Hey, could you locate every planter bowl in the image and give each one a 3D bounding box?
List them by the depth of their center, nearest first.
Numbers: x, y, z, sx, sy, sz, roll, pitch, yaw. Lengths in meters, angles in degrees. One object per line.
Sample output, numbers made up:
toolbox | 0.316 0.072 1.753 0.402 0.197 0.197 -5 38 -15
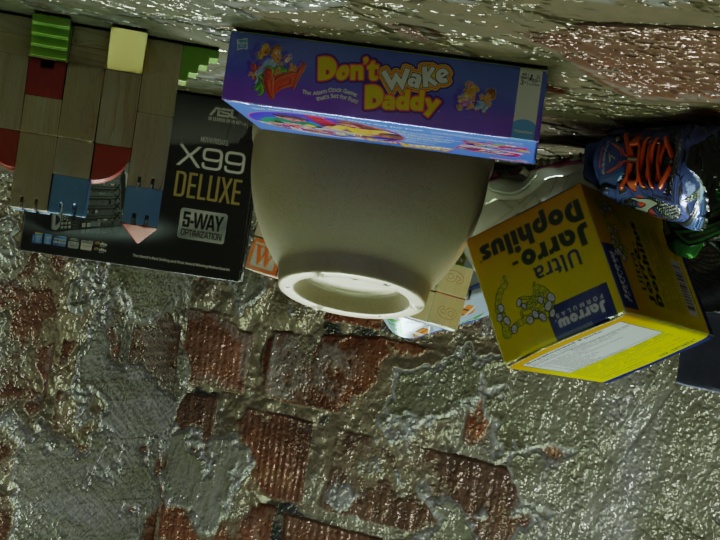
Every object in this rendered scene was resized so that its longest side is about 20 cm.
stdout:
planter bowl | 0.001 -0.041 1.113 0.198 0.136 0.200 8 162 3

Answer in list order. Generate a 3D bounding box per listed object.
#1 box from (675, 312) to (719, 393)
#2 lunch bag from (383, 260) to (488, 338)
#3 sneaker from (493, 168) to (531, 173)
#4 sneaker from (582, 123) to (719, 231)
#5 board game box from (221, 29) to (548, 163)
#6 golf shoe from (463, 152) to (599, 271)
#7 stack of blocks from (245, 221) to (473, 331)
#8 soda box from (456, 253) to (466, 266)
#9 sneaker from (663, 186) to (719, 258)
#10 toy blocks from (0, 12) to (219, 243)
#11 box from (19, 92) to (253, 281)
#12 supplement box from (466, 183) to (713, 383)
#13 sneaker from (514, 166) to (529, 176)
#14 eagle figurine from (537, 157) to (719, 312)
box | 0.447 0.036 1.438 0.195 0.202 0.117 9 179 -24
lunch bag | 0.091 -0.022 1.521 0.198 0.161 0.076 -16 148 -13
sneaker | 0.150 -0.078 1.453 0.198 0.079 0.085 -1 173 -3
sneaker | 0.208 -0.070 1.006 0.078 0.076 0.200 11 177 -4
board game box | 0.021 -0.111 0.916 0.198 0.045 0.134 8 179 6
golf shoe | 0.162 -0.050 1.205 0.199 0.093 0.075 -12 178 44
stack of blocks | 0.000 0.000 1.282 0.198 0.059 0.115 17 178 0
soda box | 0.009 -0.061 1.319 0.198 0.065 0.068 17 178 -3
sneaker | 0.337 -0.034 1.153 0.198 0.086 0.078 8 180 -11
toy blocks | -0.206 -0.097 0.958 0.198 0.138 0.100 9 179 -10
box | -0.191 -0.081 1.243 0.198 0.159 0.050 9 179 -1
supplement box | 0.190 0.016 1.134 0.108 0.110 0.199 -27 159 27
sneaker | 0.170 -0.047 1.377 0.199 0.085 0.073 26 -149 3
eagle figurine | 0.275 -0.031 1.310 0.199 0.153 0.151 14 156 -31
